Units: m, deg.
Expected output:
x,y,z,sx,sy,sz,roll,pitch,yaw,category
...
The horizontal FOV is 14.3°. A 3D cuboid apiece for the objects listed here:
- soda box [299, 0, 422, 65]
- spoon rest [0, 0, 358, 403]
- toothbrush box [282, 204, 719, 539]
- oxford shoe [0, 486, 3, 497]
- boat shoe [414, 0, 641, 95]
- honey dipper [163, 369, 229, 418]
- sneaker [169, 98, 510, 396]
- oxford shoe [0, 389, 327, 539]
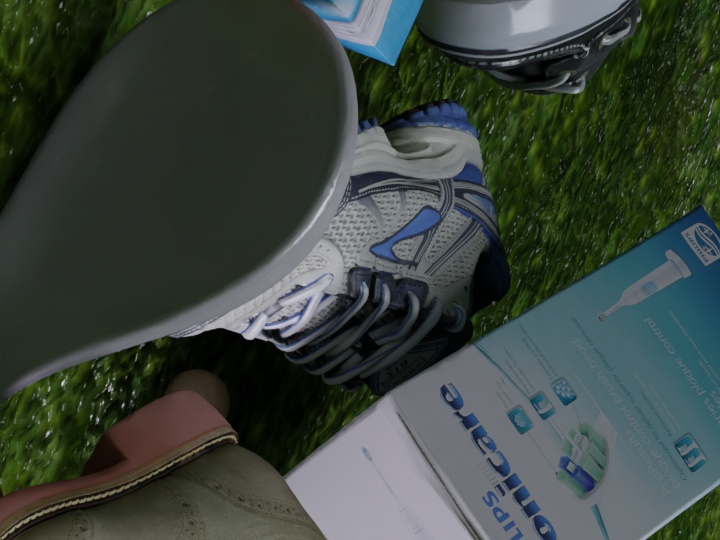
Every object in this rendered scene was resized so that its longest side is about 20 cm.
x,y,z,sx,sy,sz,roll,pitch,yaw,category
-0.031,-0.123,0.785,0.068,0.064,0.200,-66,159,-5,soda box
-0.073,0.008,0.793,0.200,0.099,0.061,-56,142,4,spoon rest
0.044,0.074,0.956,0.146,0.085,0.200,-40,171,38,toothbrush box
-0.125,0.056,0.698,0.071,0.071,0.200,-33,147,-8,oxford shoe
0.073,-0.097,1.052,0.200,0.072,0.071,-34,137,-59,boat shoe
-0.095,0.114,0.913,0.038,0.038,0.200,77,36,-57,honey dipper
0.000,0.000,0.917,0.200,0.077,0.085,-23,87,-60,sneaker
-0.067,0.094,0.701,0.200,0.074,0.071,-39,162,-52,oxford shoe
